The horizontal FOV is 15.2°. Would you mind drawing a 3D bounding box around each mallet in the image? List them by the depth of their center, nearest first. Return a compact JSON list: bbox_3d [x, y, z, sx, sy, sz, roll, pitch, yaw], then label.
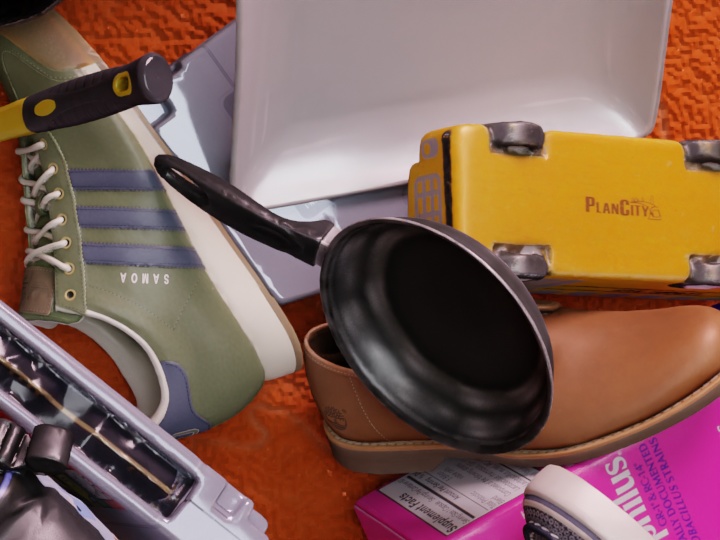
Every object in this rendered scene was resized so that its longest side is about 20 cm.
[{"bbox_3d":[-0.137,-0.072,1.095,0.041,0.200,0.066,-5,80,-37],"label":"mallet"}]

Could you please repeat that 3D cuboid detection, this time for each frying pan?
[{"bbox_3d":[0.004,0.014,1.116,0.031,0.190,0.115,-42,136,-37],"label":"frying pan"}]

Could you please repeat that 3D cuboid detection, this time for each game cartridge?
[{"bbox_3d":[-0.134,0.057,1.117,0.200,0.133,0.041,39,80,-10],"label":"game cartridge"},{"bbox_3d":[0.010,-0.080,1.210,0.200,0.040,0.133,-37,94,-12],"label":"game cartridge"}]

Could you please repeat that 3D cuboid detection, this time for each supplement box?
[{"bbox_3d":[0.114,0.108,1.191,0.200,0.103,0.101,-28,106,-12],"label":"supplement box"}]

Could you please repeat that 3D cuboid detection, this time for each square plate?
[{"bbox_3d":[0.039,-0.121,1.135,0.200,0.028,0.198,-11,135,-14],"label":"square plate"}]

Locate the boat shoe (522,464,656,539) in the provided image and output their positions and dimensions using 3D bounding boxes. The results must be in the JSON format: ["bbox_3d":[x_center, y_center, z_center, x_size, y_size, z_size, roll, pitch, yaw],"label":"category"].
[{"bbox_3d":[0.106,0.179,1.103,0.093,0.075,0.200,-43,111,-16],"label":"boat shoe"}]

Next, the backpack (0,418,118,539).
[{"bbox_3d":[-0.163,0.159,1.080,0.200,0.190,0.154,-44,105,-6],"label":"backpack"}]

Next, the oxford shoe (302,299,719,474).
[{"bbox_3d":[0.066,0.038,1.148,0.200,0.071,0.071,-10,125,22],"label":"oxford shoe"}]

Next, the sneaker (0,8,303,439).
[{"bbox_3d":[-0.115,-0.013,1.158,0.090,0.067,0.200,-38,99,-15],"label":"sneaker"}]

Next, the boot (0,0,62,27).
[{"bbox_3d":[-0.073,-0.172,1.096,0.069,0.200,0.174,48,54,-5],"label":"boot"}]

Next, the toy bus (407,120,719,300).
[{"bbox_3d":[0.103,-0.023,1.176,0.200,0.078,0.065,2,84,-35],"label":"toy bus"}]
